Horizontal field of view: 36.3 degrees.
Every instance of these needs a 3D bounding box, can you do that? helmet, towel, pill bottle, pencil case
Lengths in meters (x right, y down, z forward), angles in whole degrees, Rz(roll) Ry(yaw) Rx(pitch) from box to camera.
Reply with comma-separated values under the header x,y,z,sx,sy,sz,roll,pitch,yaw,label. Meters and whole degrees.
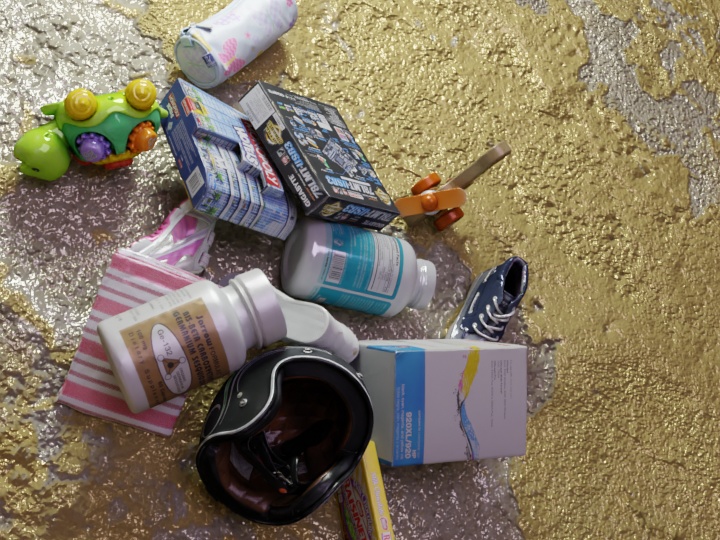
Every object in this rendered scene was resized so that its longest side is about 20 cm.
x,y,z,sx,sy,sz,roll,pitch,yaw,label
-0.086,0.185,1.306,0.200,0.200,0.191,41,44,-5,helmet
-0.264,0.088,1.329,0.146,0.030,0.201,22,84,-16,towel
-0.193,0.076,1.276,0.199,0.114,0.115,-23,79,-16,pill bottle
0.000,0.000,1.489,0.199,0.111,0.111,14,62,-22,pill bottle
-0.177,-0.342,1.569,0.200,0.083,0.091,-44,114,-35,pencil case

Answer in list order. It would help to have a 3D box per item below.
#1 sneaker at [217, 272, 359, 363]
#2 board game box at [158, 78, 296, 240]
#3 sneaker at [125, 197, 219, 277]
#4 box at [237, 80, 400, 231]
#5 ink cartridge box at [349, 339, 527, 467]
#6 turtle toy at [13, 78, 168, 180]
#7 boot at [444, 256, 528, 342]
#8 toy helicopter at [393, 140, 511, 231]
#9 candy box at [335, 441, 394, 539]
x,y,z,sx,sy,sz,roll,pitch,yaw,label
-0.094,0.071,1.413,0.074,0.200,0.116,-61,143,-10,sneaker
-0.151,-0.140,1.447,0.199,0.062,0.200,17,35,-42,board game box
-0.228,-0.025,1.408,0.088,0.081,0.200,47,64,-2,sneaker
-0.052,-0.153,1.494,0.200,0.050,0.199,6,50,-60,box
0.096,0.165,1.418,0.199,0.147,0.145,0,91,-27,ink cartridge box
-0.339,-0.175,1.389,0.199,0.146,0.101,-14,97,-20,turtle toy
0.179,0.070,1.561,0.073,0.090,0.200,28,58,-13,boot
0.132,-0.121,1.557,0.132,0.200,0.079,-27,82,-51,toy helicopter
0.008,0.320,1.352,0.026,0.102,0.201,-2,68,-29,candy box
